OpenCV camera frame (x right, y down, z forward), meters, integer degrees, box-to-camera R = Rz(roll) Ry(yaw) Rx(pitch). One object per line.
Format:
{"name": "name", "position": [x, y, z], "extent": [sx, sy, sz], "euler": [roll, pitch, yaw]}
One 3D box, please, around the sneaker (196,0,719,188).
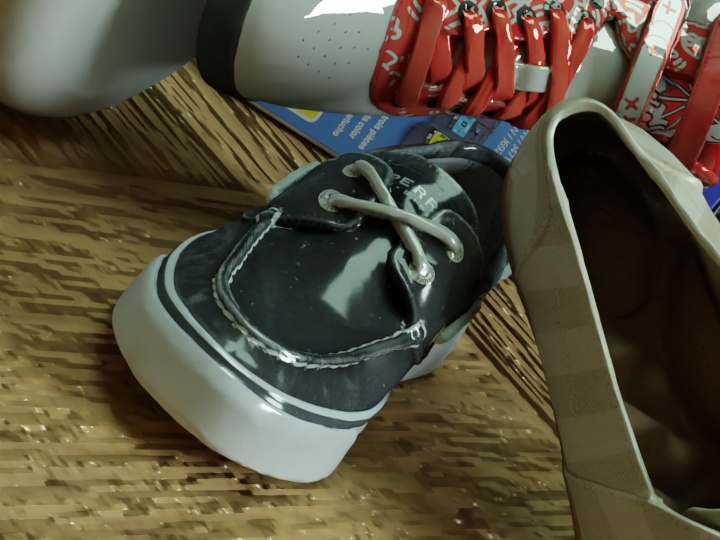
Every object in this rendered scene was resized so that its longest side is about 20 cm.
{"name": "sneaker", "position": [0.051, -0.067, 0.815], "extent": [0.108, 0.068, 0.201], "euler": [34, 28, 27]}

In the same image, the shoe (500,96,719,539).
{"name": "shoe", "position": [0.085, 0.047, 0.736], "extent": [0.053, 0.069, 0.201], "euler": [108, -38, -73]}

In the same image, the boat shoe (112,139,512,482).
{"name": "boat shoe", "position": [0.000, 0.000, 0.756], "extent": [0.072, 0.068, 0.200], "euler": [43, 20, 11]}

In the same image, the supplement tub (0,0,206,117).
{"name": "supplement tub", "position": [-0.109, -0.157, 0.787], "extent": [0.200, 0.145, 0.145], "euler": [45, 20, 14]}

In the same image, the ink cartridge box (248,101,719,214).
{"name": "ink cartridge box", "position": [0.048, -0.067, 0.984], "extent": [0.199, 0.076, 0.137], "euler": [34, 20, -21]}
